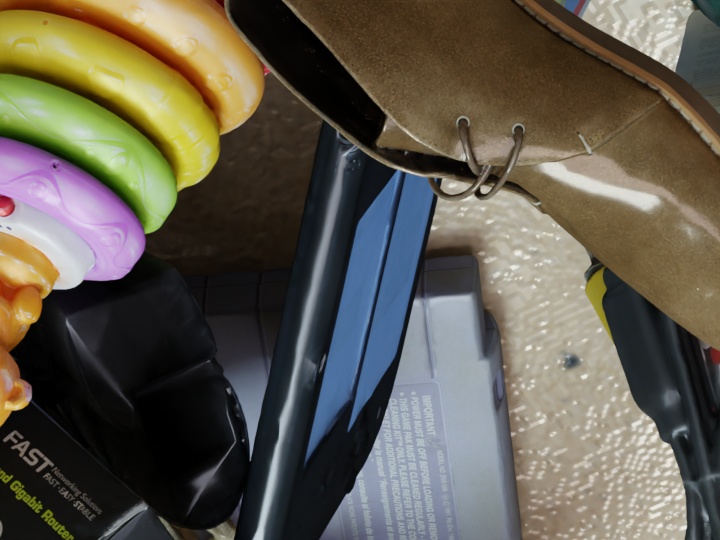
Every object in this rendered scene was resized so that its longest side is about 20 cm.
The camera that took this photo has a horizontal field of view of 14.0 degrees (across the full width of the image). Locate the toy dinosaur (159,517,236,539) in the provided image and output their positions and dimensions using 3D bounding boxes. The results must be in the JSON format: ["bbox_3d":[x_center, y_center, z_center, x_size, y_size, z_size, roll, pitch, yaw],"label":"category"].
[{"bbox_3d":[-0.054,0.131,1.131,0.058,0.200,0.101,-45,128,-18],"label":"toy dinosaur"}]

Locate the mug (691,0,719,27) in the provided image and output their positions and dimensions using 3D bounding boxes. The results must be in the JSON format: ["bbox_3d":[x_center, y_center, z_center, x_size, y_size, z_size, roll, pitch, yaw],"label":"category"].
[{"bbox_3d":[0.142,-0.133,0.906,0.114,0.152,0.185,-14,126,15],"label":"mug"}]

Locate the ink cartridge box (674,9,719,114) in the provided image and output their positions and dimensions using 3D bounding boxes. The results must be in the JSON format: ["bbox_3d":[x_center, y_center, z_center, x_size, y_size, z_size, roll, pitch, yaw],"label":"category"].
[{"bbox_3d":[0.181,-0.056,0.931,0.159,0.200,0.047,-9,106,12],"label":"ink cartridge box"}]

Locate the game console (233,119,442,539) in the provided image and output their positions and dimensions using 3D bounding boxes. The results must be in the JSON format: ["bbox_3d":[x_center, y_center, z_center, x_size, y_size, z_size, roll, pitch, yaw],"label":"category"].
[{"bbox_3d":[0.000,0.000,0.980,0.031,0.177,0.201,14,113,5],"label":"game console"}]

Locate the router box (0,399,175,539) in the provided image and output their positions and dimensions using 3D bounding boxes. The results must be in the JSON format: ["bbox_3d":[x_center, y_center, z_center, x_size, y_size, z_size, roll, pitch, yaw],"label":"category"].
[{"bbox_3d":[-0.102,0.103,0.959,0.062,0.150,0.200,-43,144,-12],"label":"router box"}]

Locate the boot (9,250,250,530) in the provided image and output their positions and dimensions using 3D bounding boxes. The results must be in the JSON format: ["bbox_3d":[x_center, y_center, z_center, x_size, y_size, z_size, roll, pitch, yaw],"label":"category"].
[{"bbox_3d":[-0.089,0.040,1.018,0.066,0.200,0.165,-43,123,-15],"label":"boot"}]

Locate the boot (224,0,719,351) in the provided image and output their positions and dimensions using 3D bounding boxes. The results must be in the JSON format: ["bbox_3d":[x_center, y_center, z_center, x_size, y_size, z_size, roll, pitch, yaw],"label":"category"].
[{"bbox_3d":[0.043,-0.036,0.832,0.200,0.075,0.074,43,144,6],"label":"boot"}]

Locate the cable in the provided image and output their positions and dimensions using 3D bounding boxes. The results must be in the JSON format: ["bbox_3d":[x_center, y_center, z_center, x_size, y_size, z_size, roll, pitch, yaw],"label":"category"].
[{"bbox_3d":[0.131,0.055,1.030,0.050,0.201,0.097,-3,161,-41],"label":"cable"}]

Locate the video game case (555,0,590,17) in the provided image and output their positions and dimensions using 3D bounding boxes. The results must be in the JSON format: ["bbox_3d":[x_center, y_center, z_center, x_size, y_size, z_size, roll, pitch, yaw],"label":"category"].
[{"bbox_3d":[0.054,-0.148,0.905,0.017,0.143,0.201,11,130,16],"label":"video game case"}]

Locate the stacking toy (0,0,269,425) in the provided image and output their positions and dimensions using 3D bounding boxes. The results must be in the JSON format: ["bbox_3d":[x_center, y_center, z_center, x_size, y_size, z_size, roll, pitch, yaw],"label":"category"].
[{"bbox_3d":[-0.091,-0.037,0.891,0.116,0.201,0.110,16,157,18],"label":"stacking toy"}]

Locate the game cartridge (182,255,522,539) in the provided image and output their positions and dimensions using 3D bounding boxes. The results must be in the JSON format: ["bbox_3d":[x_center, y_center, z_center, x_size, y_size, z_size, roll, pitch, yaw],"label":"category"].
[{"bbox_3d":[-0.003,0.082,1.152,0.129,0.038,0.201,-7,127,2],"label":"game cartridge"}]
